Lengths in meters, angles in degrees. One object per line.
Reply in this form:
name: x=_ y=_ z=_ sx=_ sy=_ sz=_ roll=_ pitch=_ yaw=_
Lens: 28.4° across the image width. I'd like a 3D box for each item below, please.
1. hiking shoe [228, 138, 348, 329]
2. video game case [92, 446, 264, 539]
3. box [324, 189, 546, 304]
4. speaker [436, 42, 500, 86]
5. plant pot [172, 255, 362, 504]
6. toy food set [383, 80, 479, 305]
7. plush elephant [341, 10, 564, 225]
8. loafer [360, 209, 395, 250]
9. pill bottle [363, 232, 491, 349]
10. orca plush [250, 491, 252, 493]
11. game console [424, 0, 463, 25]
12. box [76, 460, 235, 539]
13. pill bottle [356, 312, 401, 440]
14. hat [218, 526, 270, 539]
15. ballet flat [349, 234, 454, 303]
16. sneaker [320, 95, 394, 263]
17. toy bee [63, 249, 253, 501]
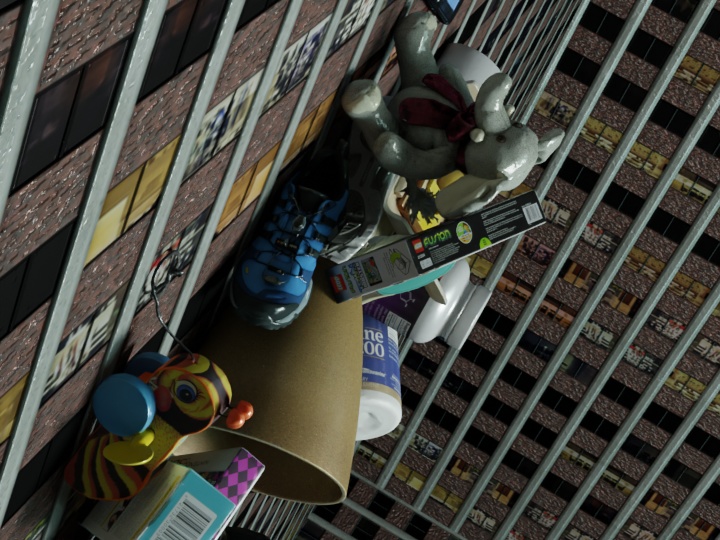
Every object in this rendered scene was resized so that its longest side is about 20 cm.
hiking shoe: x=-0.063 y=-0.034 z=1.262 sx=0.200 sy=0.074 sz=0.087 roll=-67 pitch=173 yaw=-47
video game case: x=-0.190 y=0.246 z=1.253 sx=0.181 sy=0.036 sz=0.200 roll=-17 pitch=-147 yaw=55
box: x=0.072 y=-0.023 z=1.322 sx=0.110 sy=0.035 sz=0.200 roll=-19 pitch=-178 yaw=44
speaker: x=0.090 y=-0.172 z=1.706 sx=0.200 sy=0.081 sz=0.081 roll=-59 pitch=173 yaw=-12
plant pot: x=-0.071 y=0.090 z=1.320 sx=0.186 sy=0.186 sz=0.200 roll=104 pitch=5 yaw=-67
toy food set: x=0.102 y=-0.084 z=1.534 sx=0.200 sy=0.060 sz=0.144 roll=-63 pitch=143 yaw=-29
plush elephant: x=0.097 y=-0.129 z=1.339 sx=0.165 sy=0.155 sz=0.200 roll=-48 pitch=130 yaw=-46
loafer: x=0.013 y=-0.063 z=1.541 sx=0.068 sy=0.076 sz=0.200 roll=8 pitch=113 yaw=-48
pill bottle: x=0.045 y=0.007 z=1.627 sx=0.113 sy=0.200 sz=0.112 roll=-59 pitch=173 yaw=-11
orca plush: x=-0.135 y=0.209 z=1.554 sx=0.200 sy=0.071 sz=0.105 roll=-56 pitch=-159 yaw=3
game console: x=0.158 y=-0.315 z=1.442 sx=0.173 sy=0.119 sz=0.200 roll=-61 pitch=173 yaw=6
box: x=-0.169 y=0.197 z=1.150 sx=0.082 sy=0.049 sz=0.200 roll=-53 pitch=-165 yaw=-14
pill bottle: x=-0.011 y=0.091 z=1.693 sx=0.111 sy=0.111 sz=0.200 roll=110 pitch=-20 yaw=-56
hat: x=-0.191 y=0.266 z=1.415 sx=0.201 sy=0.200 sz=0.081 roll=-40 pitch=119 yaw=-71
ballet flat: x=0.000 y=0.000 z=1.449 sx=0.200 sy=0.070 sz=0.069 roll=-23 pitch=173 yaw=1
sneaker: x=-0.006 y=-0.075 z=1.447 sx=0.200 sy=0.078 sz=0.099 roll=-58 pitch=176 yaw=-11
toy bee: x=-0.142 y=0.105 z=1.056 sx=0.131 sy=0.109 sz=0.200 roll=-50 pitch=169 yaw=-46
